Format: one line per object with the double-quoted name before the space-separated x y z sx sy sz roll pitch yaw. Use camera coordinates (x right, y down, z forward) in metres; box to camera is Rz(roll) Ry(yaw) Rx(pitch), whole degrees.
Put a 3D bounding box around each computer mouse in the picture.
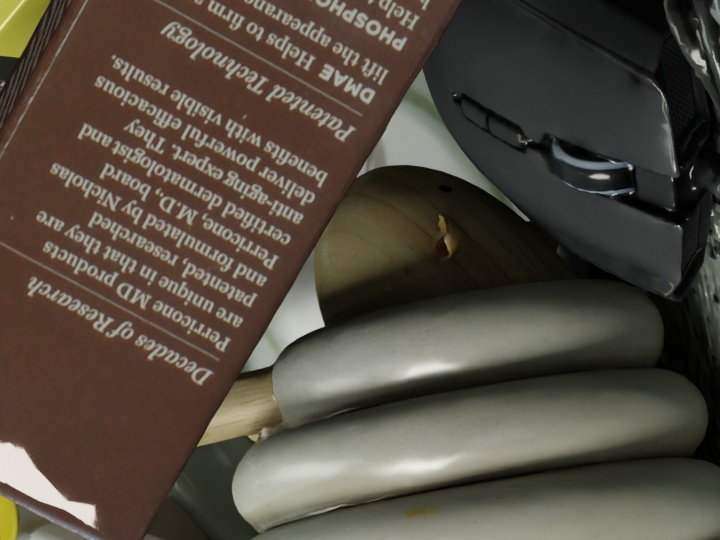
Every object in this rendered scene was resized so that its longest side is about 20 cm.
"computer mouse" 0.046 -0.056 0.614 0.200 0.046 0.141 -119 17 -50

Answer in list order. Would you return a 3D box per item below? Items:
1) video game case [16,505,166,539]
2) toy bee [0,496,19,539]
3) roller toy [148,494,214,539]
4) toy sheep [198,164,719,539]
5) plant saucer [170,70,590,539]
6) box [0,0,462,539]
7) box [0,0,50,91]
"video game case" -0.051 0.160 0.795 0.200 0.024 0.183 180 72 -71
"toy bee" -0.108 0.029 0.803 0.200 0.108 0.132 -71 -12 -70
"roller toy" -0.002 0.149 0.906 0.200 0.139 0.184 -153 48 -76
"toy sheep" 0.027 0.072 0.670 0.138 0.137 0.201 140 118 -78
"plant saucer" 0.000 0.000 0.798 0.199 0.050 0.201 19 118 41
"box" -0.030 -0.051 0.606 0.201 0.075 0.100 -57 11 14
"box" -0.054 -0.100 0.733 0.200 0.075 0.050 -42 60 38
